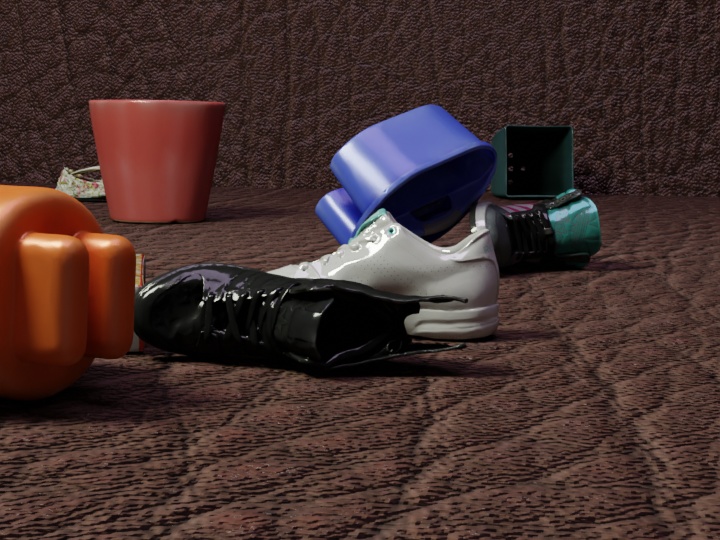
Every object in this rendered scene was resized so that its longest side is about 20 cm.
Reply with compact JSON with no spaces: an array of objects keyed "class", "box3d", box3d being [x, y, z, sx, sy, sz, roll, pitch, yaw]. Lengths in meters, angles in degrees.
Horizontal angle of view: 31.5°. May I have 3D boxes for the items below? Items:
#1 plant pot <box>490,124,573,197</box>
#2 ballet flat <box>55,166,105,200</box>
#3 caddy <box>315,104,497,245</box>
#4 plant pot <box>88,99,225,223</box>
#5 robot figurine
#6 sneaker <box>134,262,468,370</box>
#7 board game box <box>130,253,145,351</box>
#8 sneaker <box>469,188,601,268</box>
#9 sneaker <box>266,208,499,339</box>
[{"class":"plant pot","box3d":[0.337,-0.215,2.619,0.140,0.142,0.200,0,-1,-10]},{"class":"ballet flat","box3d":[-0.458,-0.157,2.318,0.199,0.064,0.076,2,6,5]},{"class":"caddy","box3d":[0.052,-0.078,1.294,0.200,0.142,0.105,-26,63,-35]},{"class":"plant pot","box3d":[-0.301,-0.164,1.898,0.199,0.178,0.200,1,6,0]},{"class":"robot figurine","box3d":[-0.217,0.010,0.706,0.199,0.117,0.144,4,42,27]},{"class":"sneaker","box3d":[-0.041,0.029,0.790,0.199,0.060,0.104,3,1,-12]},{"class":"board game box","box3d":[-0.229,0.019,0.909,0.151,0.047,0.200,0,7,-9]},{"class":"sneaker","box3d":[0.185,-0.038,1.317,0.120,0.084,0.200,-7,3,18]},{"class":"sneaker","box3d":[0.000,0.000,0.917,0.199,0.089,0.075,1,8,3]}]
